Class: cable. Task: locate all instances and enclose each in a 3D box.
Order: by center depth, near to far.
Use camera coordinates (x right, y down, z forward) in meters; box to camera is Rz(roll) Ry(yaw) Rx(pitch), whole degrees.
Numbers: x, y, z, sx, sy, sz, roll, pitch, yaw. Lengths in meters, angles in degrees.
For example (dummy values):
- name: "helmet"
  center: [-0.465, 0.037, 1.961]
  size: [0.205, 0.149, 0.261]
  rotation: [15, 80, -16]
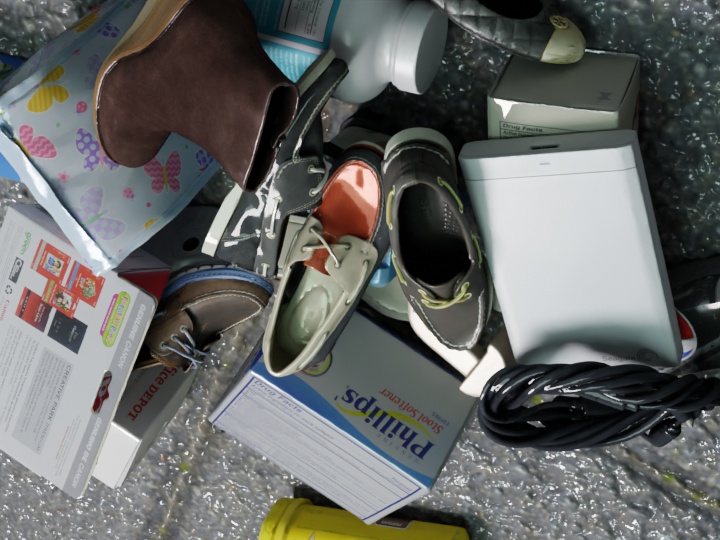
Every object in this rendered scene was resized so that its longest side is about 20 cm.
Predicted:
- name: "cable"
  center: [0.186, 0.108, 1.315]
  size: [0.199, 0.051, 0.163]
  rotation: [10, 162, -26]

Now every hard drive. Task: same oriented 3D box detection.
- name: "hard drive"
  center: [0.160, -0.010, 1.261]
  size: [0.131, 0.027, 0.201]
  rotation: [-3, 126, 24]

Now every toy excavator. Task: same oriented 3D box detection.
- name: "toy excavator"
  center: [0.045, -0.010, 1.378]
  size: [0.193, 0.100, 0.201]
  rotation: [17, 124, 19]

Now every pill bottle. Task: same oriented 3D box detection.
- name: "pill bottle"
  center: [-0.037, -0.194, 1.289]
  size: [0.199, 0.111, 0.111]
  rotation: [18, 132, 16]

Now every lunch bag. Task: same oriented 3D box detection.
- name: "lunch bag"
  center: [-0.214, -0.114, 1.389]
  size: [0.127, 0.200, 0.170]
  rotation: [-24, 112, 39]

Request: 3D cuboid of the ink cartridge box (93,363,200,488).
- name: "ink cartridge box"
  center: [-0.272, 0.093, 1.621]
  size: [0.199, 0.147, 0.083]
  rotation: [33, 129, 1]

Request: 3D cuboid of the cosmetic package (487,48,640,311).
- name: "cosmetic package"
  center: [0.158, -0.065, 1.295]
  size: [0.103, 0.087, 0.201]
  rotation: [10, 130, 17]

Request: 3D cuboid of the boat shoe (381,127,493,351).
- name: "boat shoe"
  center: [0.056, -0.009, 1.268]
  size: [0.071, 0.061, 0.202]
  rotation: [-10, 128, 11]

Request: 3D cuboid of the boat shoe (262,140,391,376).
- name: "boat shoe"
  center: [-0.026, -0.006, 1.308]
  size: [0.071, 0.063, 0.201]
  rotation: [31, 119, 15]

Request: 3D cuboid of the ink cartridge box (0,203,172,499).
- name: "ink cartridge box"
  center: [-0.250, 0.069, 1.459]
  size: [0.175, 0.084, 0.201]
  rotation: [30, 107, 24]

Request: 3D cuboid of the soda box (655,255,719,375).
- name: "soda box"
  center: [0.253, 0.039, 1.337]
  size: [0.199, 0.071, 0.063]
  rotation: [-15, 118, 37]

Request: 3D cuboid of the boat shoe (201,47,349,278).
- name: "boat shoe"
  center: [-0.051, -0.079, 1.258]
  size: [0.067, 0.072, 0.200]
  rotation: [30, 123, -1]

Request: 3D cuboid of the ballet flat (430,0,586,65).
- name: "ballet flat"
  center: [0.083, -0.215, 1.237]
  size: [0.199, 0.067, 0.057]
  rotation: [33, 124, 0]

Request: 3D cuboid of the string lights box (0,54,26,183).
- name: "string lights box"
  center: [-0.343, -0.145, 1.504]
  size: [0.199, 0.103, 0.059]
  rotation: [15, 132, 18]

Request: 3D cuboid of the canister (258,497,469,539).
- name: "canister"
  center: [0.012, 0.307, 1.676]
  size: [0.199, 0.087, 0.149]
  rotation: [5, 127, 24]

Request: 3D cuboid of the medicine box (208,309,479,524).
- name: "medicine box"
  center: [-0.018, 0.121, 1.480]
  size: [0.182, 0.103, 0.200]
  rotation: [34, 157, -4]

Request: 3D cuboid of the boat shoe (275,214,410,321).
- name: "boat shoe"
  center: [0.000, 0.000, 1.457]
  size: [0.199, 0.072, 0.060]
  rotation: [14, 172, 5]

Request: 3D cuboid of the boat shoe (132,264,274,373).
- name: "boat shoe"
  center: [-0.160, 0.053, 1.499]
  size: [0.199, 0.073, 0.072]
  rotation: [-19, 142, 34]

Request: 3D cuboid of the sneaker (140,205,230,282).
- name: "sneaker"
  center: [-0.168, 0.005, 1.559]
  size: [0.199, 0.073, 0.112]
  rotation: [-2, 138, 25]

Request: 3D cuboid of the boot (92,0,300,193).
- name: "boot"
  center: [-0.124, -0.112, 1.227]
  size: [0.167, 0.072, 0.201]
  rotation: [56, 136, 32]
